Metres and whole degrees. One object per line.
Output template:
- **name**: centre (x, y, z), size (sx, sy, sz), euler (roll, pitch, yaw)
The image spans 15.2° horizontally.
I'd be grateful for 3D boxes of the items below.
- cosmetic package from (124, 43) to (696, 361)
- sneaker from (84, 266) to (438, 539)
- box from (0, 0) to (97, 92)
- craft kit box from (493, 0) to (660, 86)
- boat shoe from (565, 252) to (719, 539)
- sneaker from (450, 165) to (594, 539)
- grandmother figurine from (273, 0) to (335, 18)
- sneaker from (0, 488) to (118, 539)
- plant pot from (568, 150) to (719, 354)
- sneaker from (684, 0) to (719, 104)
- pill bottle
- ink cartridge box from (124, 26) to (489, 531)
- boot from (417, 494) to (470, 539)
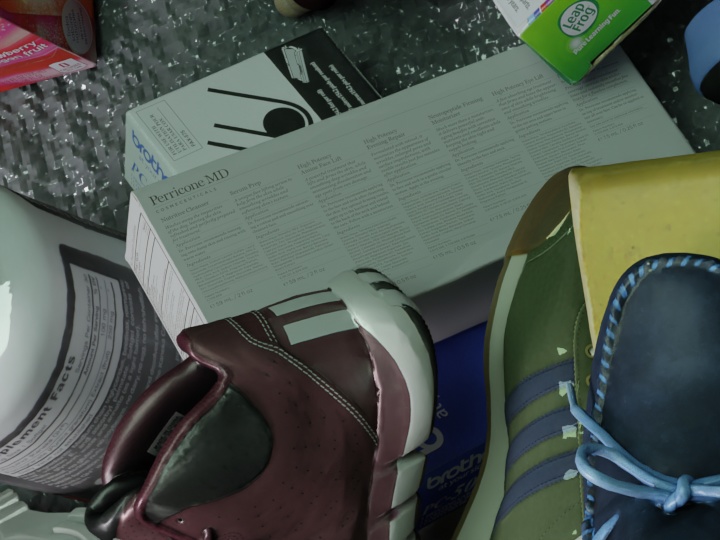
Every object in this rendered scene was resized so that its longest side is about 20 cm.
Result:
- **cosmetic package**: centre (0.021, -0.019, 0.986), size (0.199, 0.051, 0.083), euler (-21, 65, -20)
- **sneaker**: centre (-0.039, 0.099, 0.915), size (0.076, 0.115, 0.201), euler (33, 127, 58)
- **box**: centre (-0.223, -0.122, 1.175), size (0.199, 0.100, 0.096), euler (-13, 73, 26)
- **craft kit box**: centre (0.101, -0.200, 1.017), size (0.197, 0.048, 0.200), euler (-42, 44, 11)
- **boat shoe**: centre (0.101, 0.088, 0.753), size (0.084, 0.069, 0.201), euler (-12, 73, 14)
- **sneaker**: centre (0.084, 0.069, 0.927), size (0.090, 0.067, 0.201), euler (16, 91, 50)
- **grandmother figurine**: centre (-0.048, -0.145, 1.078), size (0.200, 0.121, 0.061), euler (20, 70, 48)
- **sneaker**: centre (-0.136, 0.140, 1.069), size (0.076, 0.081, 0.200), euler (-38, 22, -25)
- **plant pot**: centre (0.200, 0.057, 0.862), size (0.199, 0.194, 0.196), euler (-14, 72, 19)
- **sneaker**: centre (0.210, -0.069, 0.947), size (0.199, 0.070, 0.078), euler (-8, 69, 26)
- **pill bottle**: centre (-0.140, 0.026, 1.039), size (0.110, 0.200, 0.111), euler (-7, 75, 28)
- **ink cartridge box**: centre (0.000, 0.000, 1.031), size (0.094, 0.044, 0.200), euler (-26, 60, -24)
- **boot**: centre (0.003, 0.198, 0.999), size (0.181, 0.073, 0.201), euler (-23, 75, 7)
